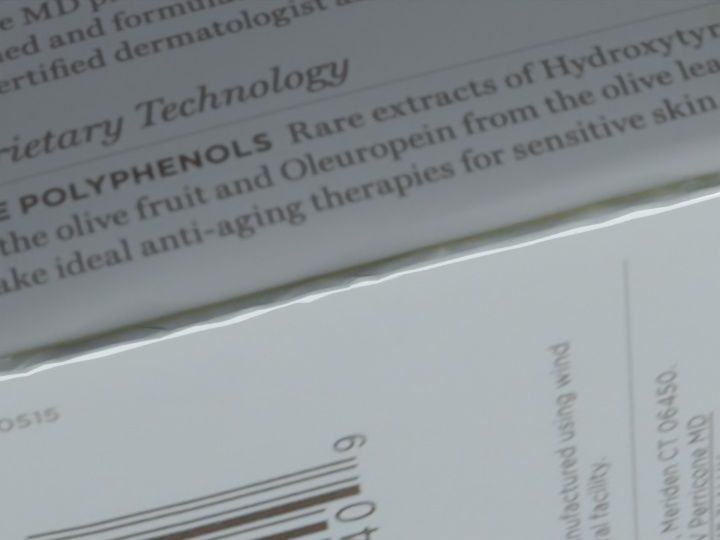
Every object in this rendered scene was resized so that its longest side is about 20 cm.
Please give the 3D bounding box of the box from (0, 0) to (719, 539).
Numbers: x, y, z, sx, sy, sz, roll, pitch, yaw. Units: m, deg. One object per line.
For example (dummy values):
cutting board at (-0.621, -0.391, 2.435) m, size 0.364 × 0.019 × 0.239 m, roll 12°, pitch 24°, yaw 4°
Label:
box at (0.000, 0.000, 0.613) m, size 0.200 × 0.171 × 0.199 m, roll -15°, pitch 139°, yaw -6°
